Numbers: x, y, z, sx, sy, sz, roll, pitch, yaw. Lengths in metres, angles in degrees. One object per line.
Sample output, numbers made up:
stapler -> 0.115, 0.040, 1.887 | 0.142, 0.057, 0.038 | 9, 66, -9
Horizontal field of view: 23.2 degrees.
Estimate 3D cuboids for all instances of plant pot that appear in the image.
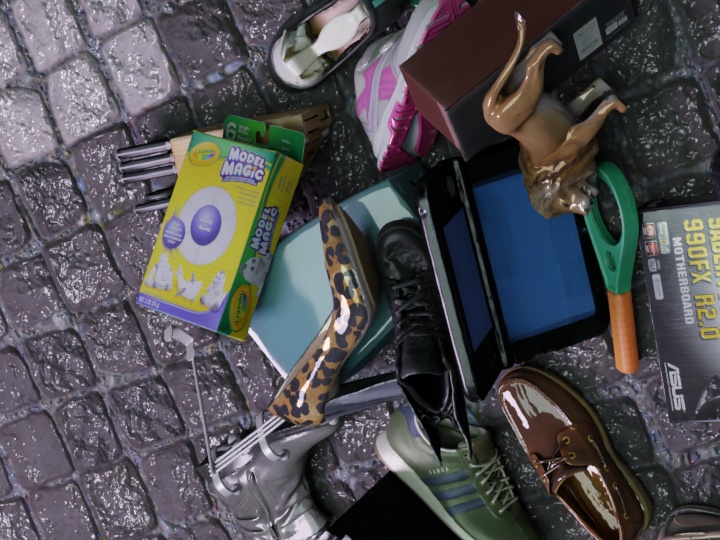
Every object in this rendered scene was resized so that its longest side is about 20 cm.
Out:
plant pot -> 0.000, 0.000, 1.665 | 0.200, 0.141, 0.142 | -41, 86, 27

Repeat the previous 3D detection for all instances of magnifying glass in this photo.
magnifying glass -> 0.232, -0.002, 1.599 | 0.080, 0.022, 0.202 | -144, 39, -63

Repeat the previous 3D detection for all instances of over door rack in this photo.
over door rack -> -0.104, 0.106, 1.754 | 0.147, 0.066, 0.201 | -38, 54, 23

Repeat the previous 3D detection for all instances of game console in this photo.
game console -> 0.138, -0.008, 1.563 | 0.115, 0.176, 0.202 | -12, 100, 18

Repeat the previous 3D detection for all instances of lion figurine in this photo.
lion figurine -> 0.153, -0.129, 1.501 | 0.122, 0.199, 0.073 | -44, 39, 12

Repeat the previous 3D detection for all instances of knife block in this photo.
knife block -> -0.145, -0.120, 1.739 | 0.175, 0.064, 0.201 | 37, 117, 11

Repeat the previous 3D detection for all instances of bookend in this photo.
bookend -> 0.052, 0.310, 1.697 | 0.200, 0.199, 0.092 | 43, 116, 7

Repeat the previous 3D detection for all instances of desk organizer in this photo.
desk organizer -> 0.137, -0.198, 1.529 | 0.199, 0.072, 0.077 | -39, 53, -7

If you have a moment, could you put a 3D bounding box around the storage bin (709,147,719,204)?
storage bin -> 0.401, -0.064, 1.439 | 0.198, 0.094, 0.137 | -20, 97, 6

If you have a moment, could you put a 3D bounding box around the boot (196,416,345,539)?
boot -> -0.066, 0.215, 1.813 | 0.199, 0.068, 0.131 | -29, 101, 33

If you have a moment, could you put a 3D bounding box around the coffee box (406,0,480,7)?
coffee box -> 0.052, -0.309, 1.598 | 0.199, 0.044, 0.124 | 28, 116, 16

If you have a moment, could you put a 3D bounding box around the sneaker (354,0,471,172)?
sneaker -> 0.038, -0.185, 1.602 | 0.088, 0.081, 0.201 | 52, 139, 25

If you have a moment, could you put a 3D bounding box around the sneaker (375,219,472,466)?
sneaker -> 0.057, 0.063, 1.546 | 0.059, 0.104, 0.202 | -14, 111, 13

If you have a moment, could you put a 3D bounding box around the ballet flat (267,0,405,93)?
ballet flat -> -0.038, -0.215, 1.629 | 0.068, 0.068, 0.200 | 50, 135, -5

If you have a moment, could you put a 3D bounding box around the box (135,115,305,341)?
box -> -0.128, -0.047, 1.639 | 0.117, 0.048, 0.202 | 16, 84, 39

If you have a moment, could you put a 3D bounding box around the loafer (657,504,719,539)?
loafer -> 0.370, 0.260, 1.606 | 0.198, 0.063, 0.073 | 3, 106, 25

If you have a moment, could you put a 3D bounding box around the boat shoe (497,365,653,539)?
boat shoe -> 0.200, 0.178, 1.661 | 0.072, 0.067, 0.201 | -40, 86, 29

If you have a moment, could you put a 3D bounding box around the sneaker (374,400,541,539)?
sneaker -> 0.107, 0.198, 1.710 | 0.200, 0.067, 0.090 | 40, 123, 13

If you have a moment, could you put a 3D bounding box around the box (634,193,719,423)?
box -> 0.339, 0.031, 1.561 | 0.157, 0.048, 0.202 | -5, 103, 27

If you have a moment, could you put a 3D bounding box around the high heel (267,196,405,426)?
high heel -> -0.045, 0.042, 1.581 | 0.141, 0.071, 0.202 | -15, 103, 18
